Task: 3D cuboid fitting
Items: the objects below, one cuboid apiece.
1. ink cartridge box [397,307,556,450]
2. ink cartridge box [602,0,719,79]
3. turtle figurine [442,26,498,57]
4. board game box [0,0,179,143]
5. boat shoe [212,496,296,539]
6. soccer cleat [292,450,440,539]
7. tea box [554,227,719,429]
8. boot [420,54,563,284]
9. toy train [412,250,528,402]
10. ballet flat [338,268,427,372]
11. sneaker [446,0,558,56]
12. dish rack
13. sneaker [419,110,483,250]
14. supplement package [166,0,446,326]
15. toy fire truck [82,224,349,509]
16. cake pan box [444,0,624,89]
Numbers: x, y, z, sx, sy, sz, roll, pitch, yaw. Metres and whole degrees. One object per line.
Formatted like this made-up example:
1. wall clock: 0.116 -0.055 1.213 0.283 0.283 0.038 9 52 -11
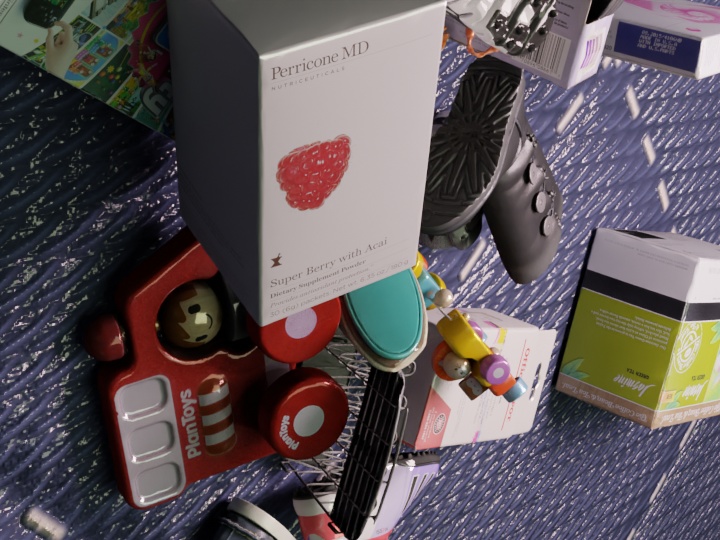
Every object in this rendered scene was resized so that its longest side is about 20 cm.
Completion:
1. ink cartridge box: 0.102 0.100 1.152 0.199 0.067 0.117 4 104 -50
2. ink cartridge box: 0.272 -0.229 1.101 0.199 0.196 0.044 -22 125 -44
3. turtle figurine: 0.023 -0.204 0.856 0.162 0.199 0.065 65 26 -24
4. board game box: -0.121 -0.171 0.714 0.148 0.064 0.200 -50 144 10
5. boat shoe: -0.066 0.268 1.016 0.062 0.075 0.200 -53 139 -22
6. soccer cleat: 0.011 0.208 1.064 0.200 0.068 0.074 -9 87 -58
7. tea box: 0.348 0.063 1.386 0.199 0.133 0.198 -1 108 -51
8. boot: 0.108 -0.050 0.979 0.166 0.065 0.200 -60 151 -21
9. toy train: 0.063 0.045 0.992 0.056 0.150 0.200 -39 95 3
10. ballet flat: 0.000 0.000 0.892 0.067 0.201 0.063 -7 145 -17
11. sneaker: 0.044 -0.202 0.736 0.067 0.090 0.200 -56 142 2
12. dish rack: -0.007 0.112 0.927 0.054 0.200 0.155 9 101 -25
13. sneaker: 0.056 -0.071 1.005 0.199 0.075 0.115 -14 115 -50
14. supplement package: -0.037 -0.090 0.719 0.121 0.120 0.201 -21 140 -23
15. toy fire truck: -0.108 0.063 0.853 0.167 0.112 0.201 -19 121 -24
16. cake pan box: 0.105 -0.250 0.853 0.052 0.199 0.185 -32 141 -44
